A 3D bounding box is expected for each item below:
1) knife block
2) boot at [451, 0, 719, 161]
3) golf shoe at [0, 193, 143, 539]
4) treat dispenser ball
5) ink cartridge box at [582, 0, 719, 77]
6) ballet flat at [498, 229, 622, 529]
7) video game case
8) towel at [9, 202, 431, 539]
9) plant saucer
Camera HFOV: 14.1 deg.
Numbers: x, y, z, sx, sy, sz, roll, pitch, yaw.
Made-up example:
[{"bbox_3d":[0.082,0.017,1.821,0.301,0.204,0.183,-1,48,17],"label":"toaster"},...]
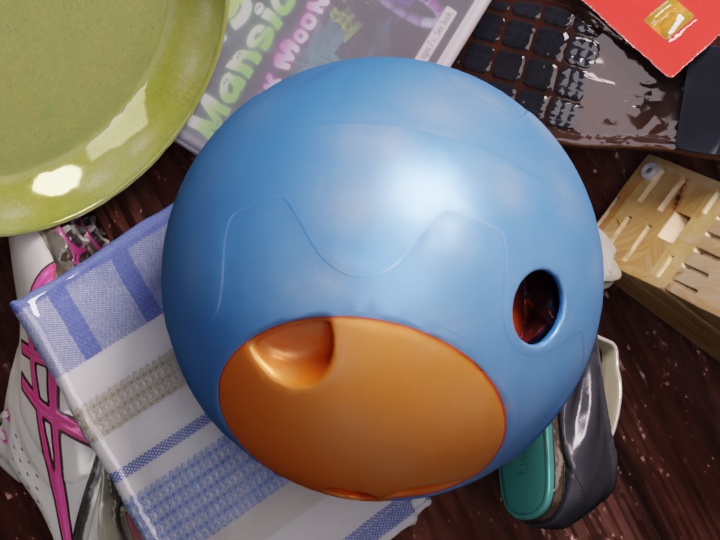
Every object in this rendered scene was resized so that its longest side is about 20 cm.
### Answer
[{"bbox_3d":[0.223,0.037,1.447,0.064,0.200,0.176,-52,127,-8],"label":"knife block"},{"bbox_3d":[0.126,-0.089,1.456,0.199,0.097,0.075,17,88,16],"label":"boot"},{"bbox_3d":[-0.146,0.062,1.411,0.092,0.073,0.201,-17,83,15],"label":"golf shoe"},{"bbox_3d":[0.010,0.004,1.316,0.200,0.201,0.202,0,88,-7],"label":"treat dispenser ball"},{"bbox_3d":[0.136,-0.213,1.424,0.161,0.050,0.200,-41,67,-14],"label":"ink cartridge box"},{"bbox_3d":[0.095,0.025,1.424,0.073,0.073,0.201,-5,88,-7],"label":"ballet flat"},{"bbox_3d":[-0.035,-0.143,1.400,0.181,0.023,0.200,32,104,0],"label":"video game case"},{"bbox_3d":[-0.065,0.068,1.389,0.147,0.024,0.200,-34,97,-34],"label":"towel"},{"bbox_3d":[-0.152,-0.111,1.341,0.199,0.031,0.201,-20,128,-27],"label":"plant saucer"}]
